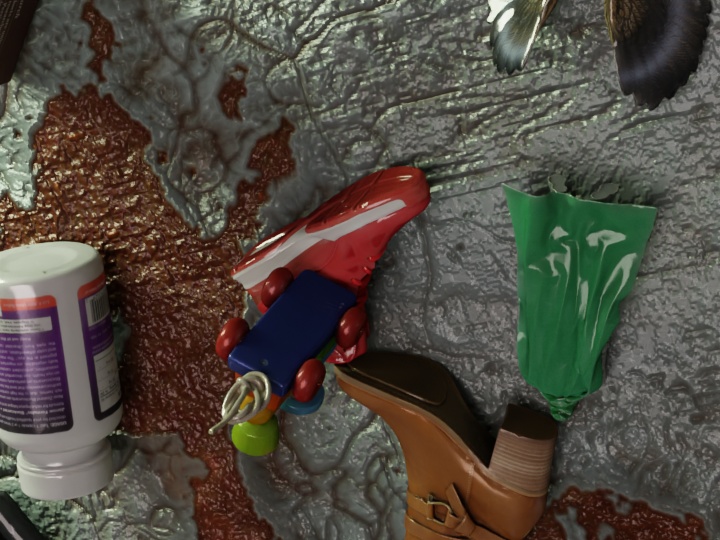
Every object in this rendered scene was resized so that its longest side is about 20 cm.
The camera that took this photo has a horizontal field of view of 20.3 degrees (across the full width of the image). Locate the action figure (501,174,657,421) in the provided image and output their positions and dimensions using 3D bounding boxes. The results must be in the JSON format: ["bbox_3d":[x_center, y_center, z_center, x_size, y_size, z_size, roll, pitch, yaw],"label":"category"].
[{"bbox_3d":[0.161,0.028,1.544,0.117,0.055,0.202,12,119,17],"label":"action figure"}]

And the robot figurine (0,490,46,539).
[{"bbox_3d":[-0.345,0.266,1.798,0.150,0.125,0.201,-36,92,-2],"label":"robot figurine"}]

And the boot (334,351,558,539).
[{"bbox_3d":[0.053,0.163,1.627,0.199,0.074,0.156,24,119,16],"label":"boot"}]

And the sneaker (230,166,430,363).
[{"bbox_3d":[0.000,0.000,1.600,0.199,0.078,0.116,-25,106,40],"label":"sneaker"}]

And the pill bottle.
[{"bbox_3d":[-0.261,0.086,1.705,0.110,0.111,0.202,2,108,22],"label":"pill bottle"}]

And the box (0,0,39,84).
[{"bbox_3d":[-0.365,-0.236,1.585,0.165,0.200,0.165,30,116,10],"label":"box"}]

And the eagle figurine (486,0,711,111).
[{"bbox_3d":[0.166,-0.230,1.430,0.201,0.150,0.152,83,161,-48],"label":"eagle figurine"}]

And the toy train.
[{"bbox_3d":[-0.076,0.098,1.528,0.084,0.200,0.116,27,134,13],"label":"toy train"}]
